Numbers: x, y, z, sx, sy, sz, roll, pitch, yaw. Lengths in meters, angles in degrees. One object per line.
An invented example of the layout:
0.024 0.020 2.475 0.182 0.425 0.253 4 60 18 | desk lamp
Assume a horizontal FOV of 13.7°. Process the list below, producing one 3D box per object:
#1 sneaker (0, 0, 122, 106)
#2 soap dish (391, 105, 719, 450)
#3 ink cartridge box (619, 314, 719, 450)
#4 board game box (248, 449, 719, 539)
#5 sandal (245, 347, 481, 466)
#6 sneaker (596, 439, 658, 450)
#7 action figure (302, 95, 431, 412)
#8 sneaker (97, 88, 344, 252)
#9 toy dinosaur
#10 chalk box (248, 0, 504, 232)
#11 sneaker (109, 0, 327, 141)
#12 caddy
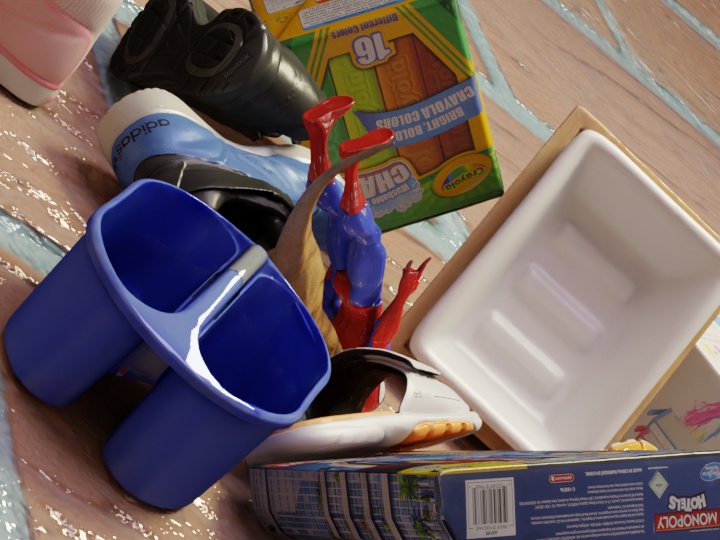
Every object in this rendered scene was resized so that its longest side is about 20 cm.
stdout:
-0.218 -0.191 1.668 0.200 0.105 0.075 40 20 -17 | sneaker
0.126 0.024 1.873 0.157 0.200 0.081 42 -11 -10 | soap dish
0.230 0.130 1.972 0.200 0.125 0.128 53 18 23 | ink cartridge box
0.051 0.125 1.539 0.199 0.199 0.062 -1 88 -39 | board game box
0.001 0.070 1.622 0.206 0.079 0.060 3 72 -64 | sandal
0.133 0.156 1.774 0.200 0.078 0.077 -10 58 -54 | sneaker
0.000 0.000 1.685 0.052 0.201 0.065 -25 42 -30 | action figure
-0.060 -0.026 1.719 0.200 0.077 0.111 29 25 -48 | sneaker
-0.041 0.001 1.623 0.060 0.106 0.201 52 -23 33 | toy dinosaur
0.013 -0.104 1.926 0.124 0.124 0.201 -110 -178 -57 | chalk box
-0.086 -0.118 1.813 0.091 0.076 0.200 38 -1 -30 | sneaker
-0.086 0.028 1.481 0.141 0.105 0.200 45 17 -2 | caddy
